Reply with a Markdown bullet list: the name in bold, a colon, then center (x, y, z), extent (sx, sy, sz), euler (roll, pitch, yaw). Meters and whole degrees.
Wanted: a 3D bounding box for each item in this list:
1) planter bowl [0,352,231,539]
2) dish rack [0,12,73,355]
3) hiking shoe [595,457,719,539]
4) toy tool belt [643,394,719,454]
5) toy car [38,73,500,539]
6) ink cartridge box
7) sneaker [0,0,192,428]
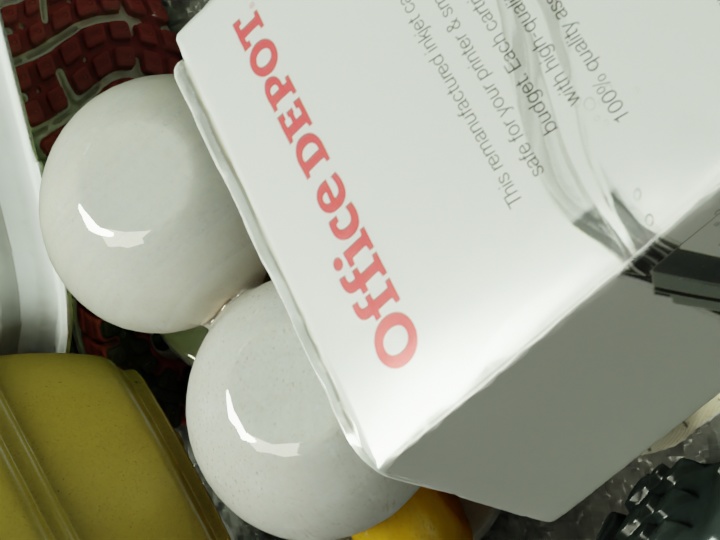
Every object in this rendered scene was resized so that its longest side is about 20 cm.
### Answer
- **planter bowl**: center (-0.090, 0.091, 0.756), extent (0.201, 0.083, 0.201), euler (59, 170, 16)
- **dish rack**: center (-0.155, -0.036, 0.853), extent (0.172, 0.043, 0.201), euler (114, 143, -62)
- **hiking shoe**: center (0.150, 0.074, 0.692), extent (0.086, 0.075, 0.200), euler (36, 136, -10)
- **toy tool belt**: center (0.105, -0.039, 0.620), extent (0.200, 0.123, 0.125), euler (-37, 73, 11)
- **toy car**: center (0.000, 0.000, 0.757), extent (0.150, 0.175, 0.200), euler (-39, 72, 3)
- **ink cartridge box**: center (0.067, -0.058, 0.544), extent (0.200, 0.084, 0.145), euler (-41, 54, 21)
- **sneaker**: center (-0.112, -0.034, 0.880), extent (0.082, 0.077, 0.202), euler (-13, 87, 52)
